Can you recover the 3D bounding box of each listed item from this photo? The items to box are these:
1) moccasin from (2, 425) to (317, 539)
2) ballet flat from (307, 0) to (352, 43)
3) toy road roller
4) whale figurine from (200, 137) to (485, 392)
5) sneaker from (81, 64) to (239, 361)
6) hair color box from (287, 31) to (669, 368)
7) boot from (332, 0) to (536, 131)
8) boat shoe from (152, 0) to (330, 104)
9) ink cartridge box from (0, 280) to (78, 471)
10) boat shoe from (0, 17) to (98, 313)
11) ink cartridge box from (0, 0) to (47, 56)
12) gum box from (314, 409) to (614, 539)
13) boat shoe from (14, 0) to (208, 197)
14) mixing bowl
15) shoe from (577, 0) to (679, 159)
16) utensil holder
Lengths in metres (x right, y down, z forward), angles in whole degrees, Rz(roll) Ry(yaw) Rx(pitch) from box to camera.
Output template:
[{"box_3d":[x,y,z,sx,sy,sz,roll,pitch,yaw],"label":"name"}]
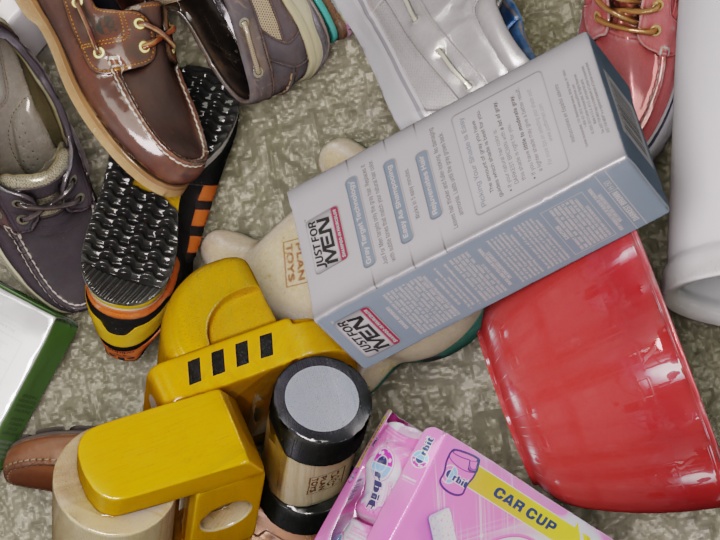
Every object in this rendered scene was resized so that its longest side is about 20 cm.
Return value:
[{"box_3d":[-0.121,0.148,1.647,0.200,0.074,0.078,19,71,-1],"label":"moccasin"},{"box_3d":[-0.065,-0.229,1.725,0.200,0.069,0.071,40,67,12],"label":"ballet flat"},{"box_3d":[-0.096,0.084,1.572,0.199,0.123,0.146,-19,62,-18],"label":"toy road roller"},{"box_3d":[0.000,0.000,1.663,0.199,0.104,0.160,-13,76,27],"label":"whale figurine"},{"box_3d":[-0.126,-0.036,1.683,0.070,0.090,0.201,14,52,4],"label":"sneaker"},{"box_3d":[0.063,-0.038,1.531,0.199,0.061,0.099,-27,48,16],"label":"hair color box"},{"box_3d":[0.043,-0.161,1.623,0.095,0.073,0.201,-36,58,17],"label":"boot"},{"box_3d":[-0.098,-0.189,1.668,0.073,0.074,0.200,-43,100,-33],"label":"boat shoe"},{"box_3d":[-0.268,0.095,1.670,0.103,0.059,0.201,27,88,10],"label":"ink cartridge box"},{"box_3d":[-0.200,-0.060,1.656,0.072,0.065,0.201,-23,109,-14],"label":"boat shoe"},{"box_3d":[-0.309,-0.129,1.710,0.145,0.084,0.200,38,84,10],"label":"ink cartridge box"},{"box_3d":[0.064,0.173,1.564,0.200,0.066,0.114,34,81,-34],"label":"gum box"},{"box_3d":[-0.147,-0.139,1.632,0.070,0.070,0.200,-41,74,26],"label":"boat shoe"},{"box_3d":[0.133,0.061,1.575,0.108,0.200,0.201,-21,77,4],"label":"mixing bowl"},{"box_3d":[0.161,-0.167,1.668,0.071,0.091,0.201,5,77,17],"label":"shoe"},{"box_3d":[0.263,-0.078,1.607,0.169,0.170,0.201,1,77,5],"label":"utensil holder"}]
